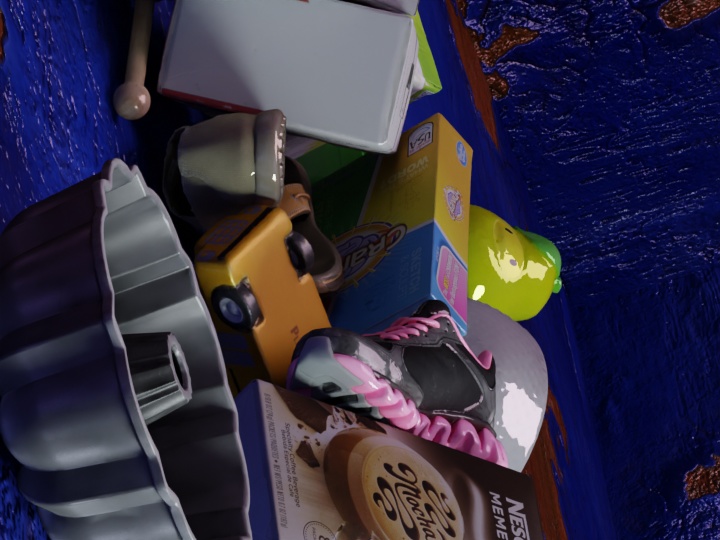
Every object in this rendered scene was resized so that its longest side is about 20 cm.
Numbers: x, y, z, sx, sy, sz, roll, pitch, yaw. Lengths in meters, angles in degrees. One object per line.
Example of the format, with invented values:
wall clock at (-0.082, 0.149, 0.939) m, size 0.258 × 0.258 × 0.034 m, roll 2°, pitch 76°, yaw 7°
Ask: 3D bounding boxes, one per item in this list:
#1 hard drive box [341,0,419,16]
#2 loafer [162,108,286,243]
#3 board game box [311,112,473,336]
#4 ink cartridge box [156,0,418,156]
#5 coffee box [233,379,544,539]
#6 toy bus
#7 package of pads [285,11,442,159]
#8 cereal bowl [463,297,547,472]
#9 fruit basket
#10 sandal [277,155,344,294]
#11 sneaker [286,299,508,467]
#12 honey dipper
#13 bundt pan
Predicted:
hard drive box at (-0.065, -0.215, 1.644) m, size 0.200 × 0.156 × 0.077 m, roll 9°, pitch 93°, yaw -64°
loafer at (-0.086, -0.056, 1.662) m, size 0.200 × 0.068 × 0.076 m, roll 120°, pitch -24°, yaw -73°
board game box at (0.000, 0.000, 1.801) m, size 0.040 × 0.153 × 0.200 m, roll 48°, pitch 26°, yaw -28°
ink cartridge box at (-0.041, -0.130, 1.743) m, size 0.200 × 0.146 × 0.083 m, roll -27°, pitch 130°, yaw -88°
coffee box at (0.007, 0.152, 1.541) m, size 0.200 × 0.080 × 0.113 m, roll 21°, pitch 42°, yaw -32°
toy bus at (-0.053, 0.059, 1.623) m, size 0.065 × 0.078 × 0.200 m, roll -45°, pitch 127°, yaw -38°
package of pads at (-0.045, -0.187, 1.919) m, size 0.068 × 0.154 × 0.200 m, roll 13°, pitch 56°, yaw -58°
cereal bowl at (0.024, 0.097, 1.783) m, size 0.083 × 0.200 × 0.200 m, roll 38°, pitch 27°, yaw -29°
fruit basket at (0.040, -0.003, 1.979) m, size 0.156 × 0.215 × 0.216 m, roll 62°, pitch 14°, yaw -54°
sandal at (-0.059, -0.037, 1.799) m, size 0.200 × 0.080 × 0.054 m, roll -103°, pitch -176°, yaw -61°
sneaker at (0.024, 0.057, 1.607) m, size 0.200 × 0.079 × 0.096 m, roll 33°, pitch 61°, yaw -55°
honey dipper at (-0.134, -0.154, 1.691) m, size 0.200 × 0.038 × 0.038 m, roll -89°, pitch 161°, yaw -55°
bundt pan at (-0.117, 0.054, 1.264) m, size 0.202 × 0.076 × 0.202 m, roll -16°, pitch 90°, yaw -82°
